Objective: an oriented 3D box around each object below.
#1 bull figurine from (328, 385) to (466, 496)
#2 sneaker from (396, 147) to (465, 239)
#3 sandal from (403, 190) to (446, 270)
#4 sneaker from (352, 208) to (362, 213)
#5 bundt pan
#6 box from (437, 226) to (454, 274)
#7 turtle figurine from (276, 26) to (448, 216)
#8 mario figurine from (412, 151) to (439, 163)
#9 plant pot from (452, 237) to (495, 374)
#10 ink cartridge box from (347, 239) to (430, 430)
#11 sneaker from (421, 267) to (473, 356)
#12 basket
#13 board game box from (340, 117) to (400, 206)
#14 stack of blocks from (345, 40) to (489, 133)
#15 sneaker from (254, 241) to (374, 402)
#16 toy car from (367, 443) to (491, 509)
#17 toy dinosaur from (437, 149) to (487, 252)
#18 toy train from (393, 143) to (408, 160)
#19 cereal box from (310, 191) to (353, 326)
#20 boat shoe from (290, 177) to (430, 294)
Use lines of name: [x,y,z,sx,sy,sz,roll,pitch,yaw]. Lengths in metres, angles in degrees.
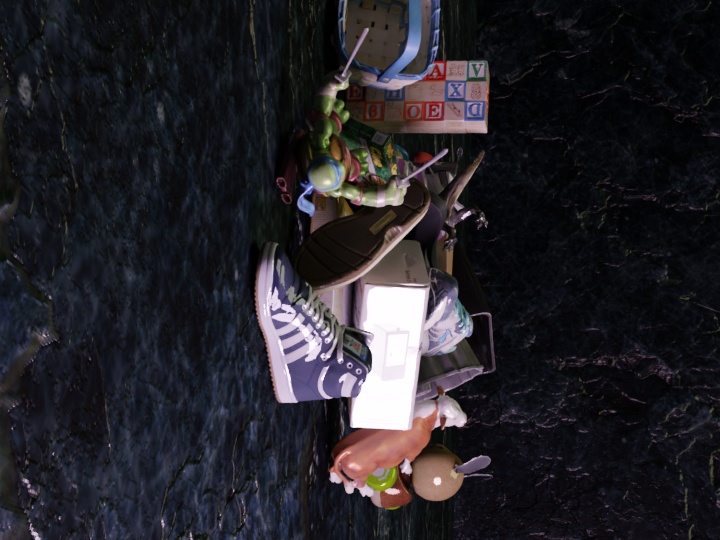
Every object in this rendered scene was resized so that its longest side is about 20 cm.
bull figurine: [0.045,0.227,1.423,0.065,0.198,0.122,55,-30,34]
sneaker: [0.082,-0.143,1.536,0.201,0.139,0.078,55,0,-14]
sandal: [0.069,-0.019,1.438,0.043,0.075,0.202,-54,155,-41]
sneaker: [0.000,0.000,1.487,0.090,0.077,0.202,-99,-175,-54]
bundt pan: [0.077,0.148,1.592,0.202,0.199,0.077,45,22,-76]
box: [0.069,-0.026,1.606,0.021,0.162,0.203,31,55,-43]
turtle figurine: [0.003,-0.145,1.184,0.202,0.143,0.194,-58,-169,9]
mario figurine: [0.087,-0.115,1.897,0.106,0.122,0.202,-43,148,-48]
plant pot: [0.100,0.057,1.732,0.200,0.197,0.180,74,6,-57]
ink cartridge box: [0.030,0.077,1.373,0.146,0.083,0.203,-99,-166,-66]
sneaker: [0.110,0.055,1.429,0.201,0.085,0.079,109,-19,-64]
basket: [0.038,-0.323,1.383,0.200,0.137,0.179,146,-50,-65]
board game box: [0.005,-0.131,1.379,0.024,0.104,0.201,-54,159,-16]
stack of blocks: [0.081,-0.256,1.516,0.059,0.197,0.117,42,51,-76]
sneaker: [-0.044,0.055,1.101,0.071,0.107,0.202,-77,164,-50]
toy car: [0.114,0.307,1.749,0.165,0.197,0.160,69,24,-65]
toy dinosaur: [0.119,-0.076,1.473,0.088,0.200,0.047,45,0,34]
toy train: [0.065,-0.104,1.810,0.202,0.083,0.117,81,1,-47]
cereal box: [-0.036,0.016,1.328,0.144,0.039,0.203,56,37,-76]
boat shoe: [-0.002,-0.027,1.241,0.072,0.199,0.076,53,-23,12]
